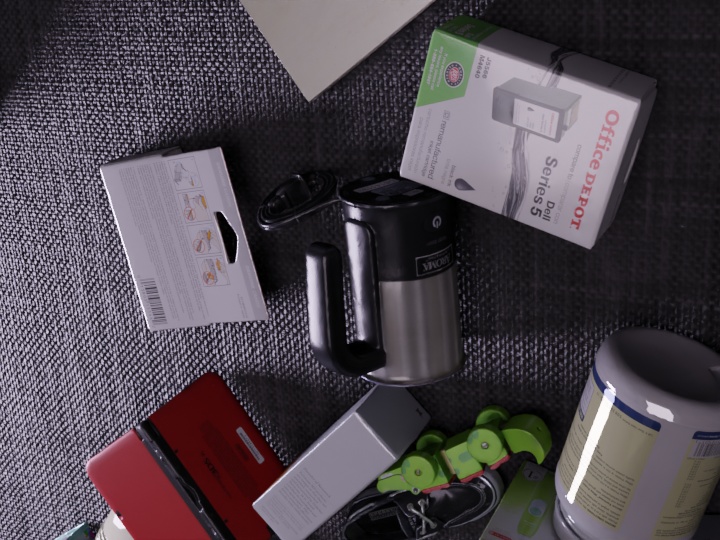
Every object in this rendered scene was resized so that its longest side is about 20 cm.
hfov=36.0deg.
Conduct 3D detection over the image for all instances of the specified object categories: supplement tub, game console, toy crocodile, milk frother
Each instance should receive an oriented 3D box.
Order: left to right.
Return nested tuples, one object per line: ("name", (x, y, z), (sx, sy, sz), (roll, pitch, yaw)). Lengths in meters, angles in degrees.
("game console", (-0.197, 0.254, 1.328), (0.201, 0.172, 0.118), (54, 149, -3))
("milk frother", (0.000, 0.000, 1.134), (0.200, 0.178, 0.191), (-144, 45, -62))
("toy crocodile", (0.106, 0.197, 1.171), (0.198, 0.067, 0.062), (-25, 96, 22))
("supplement tub", (0.267, 0.172, 1.048), (0.143, 0.145, 0.203), (22, 118, 16))

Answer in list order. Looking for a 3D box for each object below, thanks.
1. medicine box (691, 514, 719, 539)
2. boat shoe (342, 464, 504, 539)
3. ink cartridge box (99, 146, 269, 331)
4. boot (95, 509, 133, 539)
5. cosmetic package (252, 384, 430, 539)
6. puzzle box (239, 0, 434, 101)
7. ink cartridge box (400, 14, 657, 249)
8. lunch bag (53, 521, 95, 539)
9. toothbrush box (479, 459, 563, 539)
("medicine box", (0.363, 0.368, 1.056), (0.101, 0.182, 0.203), (-4, 109, 27))
("boat shoe", (0.065, 0.265, 1.229), (0.198, 0.068, 0.073), (-18, 102, 30))
("ink cartridge box", (-0.189, -0.037, 1.247), (0.174, 0.045, 0.203), (-5, 108, 28))
("boot", (-0.248, 0.355, 1.418), (0.199, 0.072, 0.156), (36, 121, 15))
("cosmetic package", (-0.022, 0.213, 1.232), (0.071, 0.101, 0.200), (47, 121, 3))
("puzzle box", (-0.016, -0.275, 1.079), (0.199, 0.025, 0.134), (-33, 93, 32))
("ink cartridge box", (0.152, -0.130, 1.019), (0.198, 0.084, 0.147), (22, 118, 17))
("lunch bag", (-0.404, 0.464, 1.462), (0.121, 0.200, 0.172), (-30, 96, 31))
("toothbrush box", (0.192, 0.296, 1.102), (0.144, 0.200, 0.087), (22, 119, 17))
